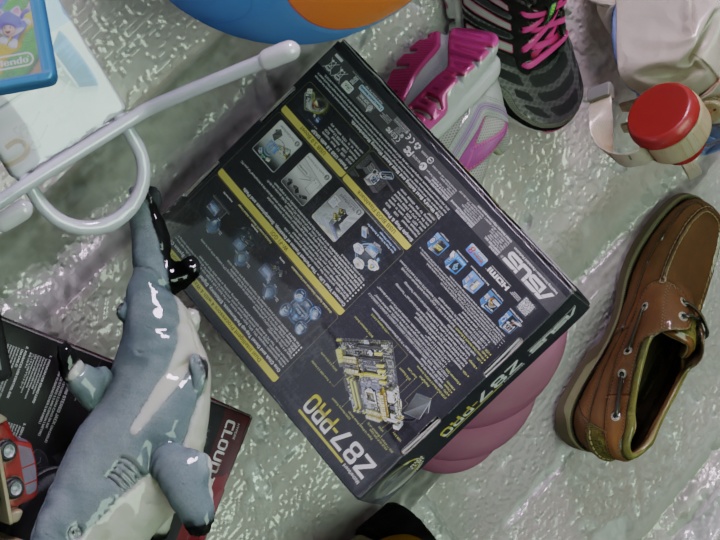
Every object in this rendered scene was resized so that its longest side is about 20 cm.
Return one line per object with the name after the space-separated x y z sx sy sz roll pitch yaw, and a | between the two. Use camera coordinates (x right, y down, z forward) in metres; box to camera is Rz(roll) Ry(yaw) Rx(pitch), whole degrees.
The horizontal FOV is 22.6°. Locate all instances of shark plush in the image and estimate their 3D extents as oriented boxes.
-0.116 0.056 0.911 0.083 0.091 0.201 9 89 -20 | shark plush

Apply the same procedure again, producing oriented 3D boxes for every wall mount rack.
-0.138 -0.114 0.863 0.173 0.075 0.200 -33 109 -7 | wall mount rack

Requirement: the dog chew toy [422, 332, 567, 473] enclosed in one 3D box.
0.056 0.057 1.084 0.124 0.124 0.200 -40 157 -24 | dog chew toy

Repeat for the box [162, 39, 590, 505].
0.000 0.000 0.978 0.161 0.200 0.049 -44 159 5 | box

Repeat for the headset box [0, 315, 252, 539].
-0.162 0.116 0.980 0.200 0.077 0.149 24 85 -38 | headset box

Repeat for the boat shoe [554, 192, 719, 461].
0.211 0.042 1.249 0.072 0.068 0.201 31 80 -35 | boat shoe

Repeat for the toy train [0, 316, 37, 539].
-0.183 0.099 0.895 0.046 0.034 0.201 -22 111 -44 | toy train

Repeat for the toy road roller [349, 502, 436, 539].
0.036 0.256 1.114 0.123 0.146 0.201 -35 118 -26 | toy road roller

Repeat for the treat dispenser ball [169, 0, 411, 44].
-0.036 -0.217 0.925 0.200 0.201 0.202 -9 105 -35 | treat dispenser ball

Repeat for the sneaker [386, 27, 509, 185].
0.025 -0.054 1.081 0.200 0.081 0.088 -42 124 -17 | sneaker

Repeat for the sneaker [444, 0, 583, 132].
0.101 -0.169 1.109 0.074 0.087 0.201 -36 119 -25 | sneaker

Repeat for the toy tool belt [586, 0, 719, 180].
0.217 -0.127 1.166 0.123 0.124 0.201 44 38 -42 | toy tool belt

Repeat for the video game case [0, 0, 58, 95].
-0.222 -0.169 0.804 0.142 0.018 0.201 -10 86 -2 | video game case
